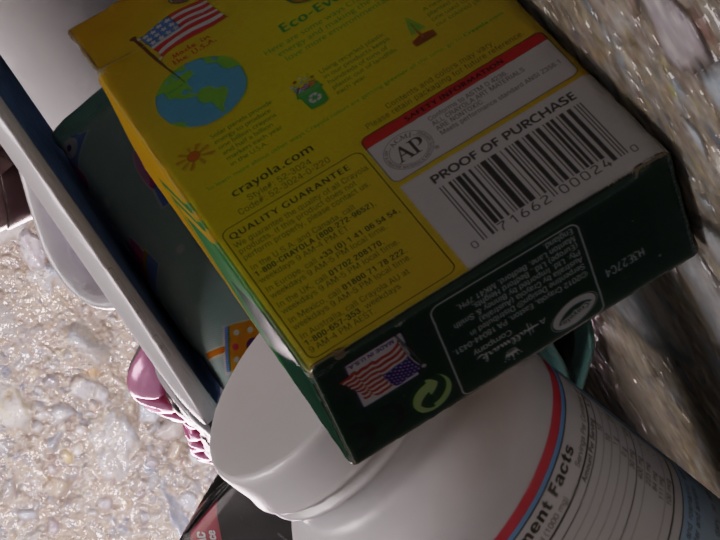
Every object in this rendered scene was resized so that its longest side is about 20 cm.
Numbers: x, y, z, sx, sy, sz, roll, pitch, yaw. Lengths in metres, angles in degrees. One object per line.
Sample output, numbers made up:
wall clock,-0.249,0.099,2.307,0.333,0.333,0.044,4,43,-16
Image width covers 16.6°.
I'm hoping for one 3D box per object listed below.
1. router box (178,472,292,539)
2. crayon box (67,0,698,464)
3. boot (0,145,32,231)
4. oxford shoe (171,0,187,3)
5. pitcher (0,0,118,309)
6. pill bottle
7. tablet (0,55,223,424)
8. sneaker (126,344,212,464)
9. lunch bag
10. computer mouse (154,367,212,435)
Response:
router box,0.032,0.123,1.031,0.200,0.062,0.150,39,-153,-4
crayon box,0.001,-0.044,0.790,0.200,0.127,0.051,53,171,44
boot,-0.172,-0.114,1.245,0.070,0.146,0.200,39,164,48
oxford shoe,-0.040,-0.153,0.938,0.071,0.071,0.200,26,161,18
pitcher,-0.136,-0.087,1.118,0.200,0.121,0.172,50,133,1
pill bottle,0.049,0.088,0.836,0.200,0.109,0.109,38,-178,-25
tablet,-0.113,-0.030,0.937,0.200,0.014,0.130,55,180,-3
sneaker,-0.048,0.072,1.311,0.095,0.079,0.200,19,173,21
lunch bag,0.000,0.000,0.974,0.171,0.122,0.200,54,-170,31
computer mouse,-0.022,0.082,1.149,0.200,0.044,0.109,44,-152,26
